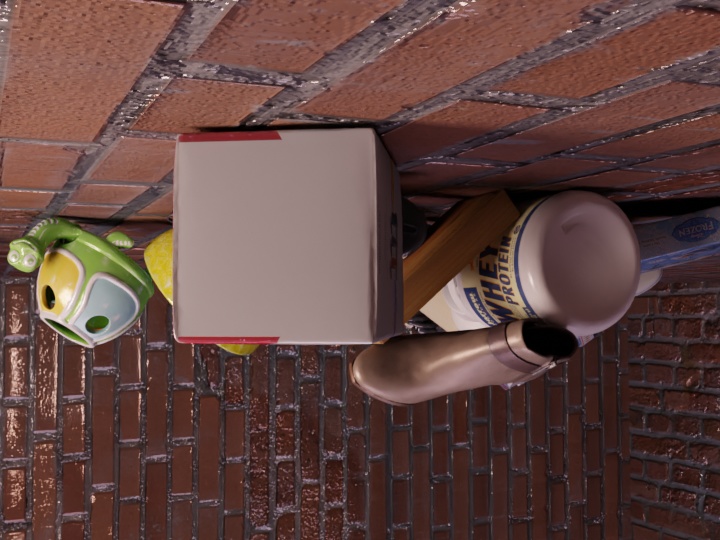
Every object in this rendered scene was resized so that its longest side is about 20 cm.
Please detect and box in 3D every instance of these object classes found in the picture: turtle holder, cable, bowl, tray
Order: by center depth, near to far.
[{"bbox_3d":[0.064,-0.004,0.953,0.199,0.037,0.098,-41,-168,-19],"label":"tray"},{"bbox_3d":[-0.351,0.015,1.200,0.139,0.133,0.186,22,158,15],"label":"turtle holder"},{"bbox_3d":[-0.176,0.001,1.234,0.108,0.201,0.200,-43,166,11],"label":"bowl"},{"bbox_3d":[0.046,0.040,1.424,0.161,0.052,0.200,14,-160,-26],"label":"cable"}]

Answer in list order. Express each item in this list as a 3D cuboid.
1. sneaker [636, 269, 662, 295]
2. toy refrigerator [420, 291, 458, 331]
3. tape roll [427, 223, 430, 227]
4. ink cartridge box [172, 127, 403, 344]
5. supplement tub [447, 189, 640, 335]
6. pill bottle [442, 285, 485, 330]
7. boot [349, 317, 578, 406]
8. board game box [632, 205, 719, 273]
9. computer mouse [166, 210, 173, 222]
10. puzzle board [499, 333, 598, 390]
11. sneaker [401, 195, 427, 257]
[{"bbox_3d":[0.329,0.013,1.304,0.196,0.075,0.071,-10,-178,0],"label":"sneaker"},{"bbox_3d":[0.105,0.016,1.365,0.075,0.071,0.199,3,-155,-45],"label":"toy refrigerator"},{"bbox_3d":[0.000,0.000,1.146,0.196,0.067,0.201,-12,-162,4],"label":"tape roll"},{"bbox_3d":[-0.045,-0.018,0.719,0.142,0.148,0.200,-1,177,7],"label":"ink cartridge box"},{"bbox_3d":[0.190,-0.004,1.016,0.142,0.148,0.199,1,176,-22],"label":"supplement tub"},{"bbox_3d":[0.185,0.054,1.226,0.111,0.115,0.200,-2,156,32],"label":"pill bottle"},{"bbox_3d":[0.106,0.080,0.899,0.197,0.072,0.145,-1,164,-40],"label":"boot"},{"bbox_3d":[0.370,-0.031,1.119,0.196,0.044,0.200,-14,172,18],"label":"board game box"},{"bbox_3d":[-0.127,-0.028,1.074,0.137,0.047,0.201,0,148,11],"label":"computer mouse"},{"bbox_3d":[0.230,0.098,1.151,0.149,0.018,0.200,-32,161,7],"label":"puzzle board"},{"bbox_3d":[-0.013,-0.055,0.912,0.197,0.077,0.115,7,-171,26],"label":"sneaker"}]
